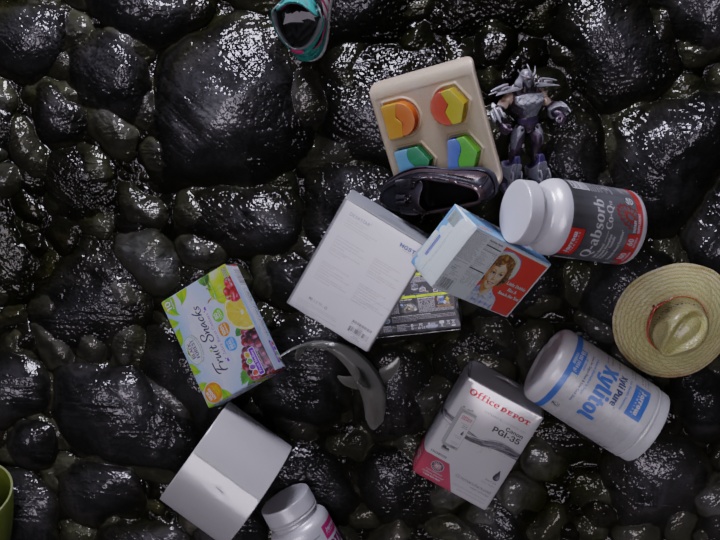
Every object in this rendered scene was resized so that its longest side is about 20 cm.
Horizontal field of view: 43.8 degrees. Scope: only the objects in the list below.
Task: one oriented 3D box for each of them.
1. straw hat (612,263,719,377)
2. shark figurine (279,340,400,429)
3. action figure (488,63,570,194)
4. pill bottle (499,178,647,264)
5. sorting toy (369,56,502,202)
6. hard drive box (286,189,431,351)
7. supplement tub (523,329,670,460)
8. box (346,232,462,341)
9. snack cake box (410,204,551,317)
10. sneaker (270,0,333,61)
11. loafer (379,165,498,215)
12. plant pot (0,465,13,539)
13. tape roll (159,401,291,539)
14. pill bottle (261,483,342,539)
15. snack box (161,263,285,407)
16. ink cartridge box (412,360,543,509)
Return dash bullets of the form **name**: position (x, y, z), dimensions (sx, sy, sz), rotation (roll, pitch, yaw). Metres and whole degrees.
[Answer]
- **straw hat**: position (0.501, 0.090, 1.410), dimensions (0.199, 0.085, 0.203), rotation (2, 105, 8)
- **shark figurine**: position (-0.020, 0.170, 1.517), dimensions (0.214, 0.090, 0.128), rotation (40, 106, -5)
- **action figure**: position (0.257, -0.216, 1.372), dimensions (0.129, 0.069, 0.202), rotation (-7, 113, -8)
- **pill bottle**: position (0.317, -0.075, 1.344), dimensions (0.198, 0.116, 0.117), rotation (6, 108, -20)
- **sorting toy**: position (0.113, -0.211, 1.389), dimensions (0.184, 0.036, 0.202), rotation (-8, 103, 32)
- **hard drive box**: position (0.000, 0.000, 1.426), dimensions (0.155, 0.077, 0.201), rotation (31, 107, 0)
- **supplement tub**: position (0.376, 0.198, 1.436), dimensions (0.199, 0.132, 0.132), rotation (32, 107, 0)
- **box**: position (0.062, 0.026, 1.486), dimensions (0.198, 0.044, 0.162), rotation (-7, 103, 11)
- **snack cake box**: position (0.188, -0.011, 1.384), dimensions (0.199, 0.067, 0.115), rotation (22, 111, -43)
- **sneaker**: position (-0.086, -0.417, 1.351), dimensions (0.083, 0.121, 0.202), rotation (4, 105, 8)
- **loafer**: position (0.111, -0.121, 1.376), dimensions (0.199, 0.063, 0.072), rotation (-4, 113, 31)
- **plant pot**: position (-0.735, 0.496, 1.686), dimensions (0.185, 0.188, 0.201), rotation (6, 121, 7)
- **tape roll**: position (-0.229, 0.347, 1.537), dimensions (0.139, 0.203, 0.203), rotation (36, 107, -2)
- **pill bottle**: position (-0.090, 0.491, 1.599), dimensions (0.113, 0.113, 0.201), rotation (-25, 100, 14)
- **snack box**: position (-0.234, 0.110, 1.523), dimensions (0.142, 0.053, 0.201), rotation (-30, 79, 16)
- **ink cartridge box**: position (0.197, 0.275, 1.510), dimensions (0.146, 0.083, 0.201), rotation (28, 108, 1)
